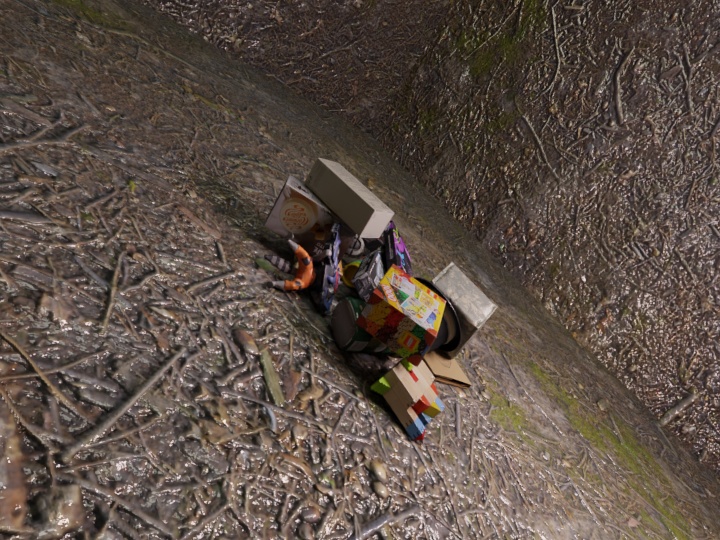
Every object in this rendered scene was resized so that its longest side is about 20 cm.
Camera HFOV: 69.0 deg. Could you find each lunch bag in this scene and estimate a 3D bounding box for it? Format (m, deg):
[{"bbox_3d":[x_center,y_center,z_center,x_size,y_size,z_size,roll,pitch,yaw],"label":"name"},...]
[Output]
[{"bbox_3d":[0.226,0.112,1.329,0.164,0.202,0.117,44,53,14],"label":"lunch bag"}]

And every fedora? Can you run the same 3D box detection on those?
[{"bbox_3d":[0.148,0.123,1.247,0.091,0.203,0.201,-34,67,-28],"label":"fedora"}]

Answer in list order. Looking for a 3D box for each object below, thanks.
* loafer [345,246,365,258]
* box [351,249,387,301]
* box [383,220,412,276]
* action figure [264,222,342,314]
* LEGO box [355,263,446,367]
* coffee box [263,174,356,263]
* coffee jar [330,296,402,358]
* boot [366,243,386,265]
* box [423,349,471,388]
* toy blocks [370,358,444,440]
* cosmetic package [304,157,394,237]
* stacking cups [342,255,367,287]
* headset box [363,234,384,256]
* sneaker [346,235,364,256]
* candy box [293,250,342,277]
[{"bbox_3d":[-0.080,-0.086,1.459,0.195,0.074,0.063,30,26,6],"label":"loafer"},{"bbox_3d":[0.047,0.053,1.314,0.162,0.048,0.200,62,16,-10],"label":"box"},{"bbox_3d":[0.107,-0.017,1.434,0.205,0.035,0.145,-90,157,-45],"label":"box"},{"bbox_3d":[-0.109,-0.017,1.157,0.102,0.208,0.191,0,-19,41],"label":"action figure"},{"bbox_3d":[0.088,0.084,1.067,0.146,0.079,0.200,34,21,3],"label":"LEGO box"},{"bbox_3d":[-0.112,-0.112,1.223,0.196,0.116,0.080,31,20,-13],"label":"coffee box"},{"bbox_3d":[0.036,0.127,1.134,0.195,0.086,0.107,16,40,-39],"label":"coffee jar"},{"bbox_3d":[0.086,0.003,1.483,0.134,0.066,0.199,62,11,11],"label":"boot"},{"bbox_3d":[0.188,0.211,1.351,0.160,0.021,0.202,23,24,-40],"label":"box"},{"bbox_3d":[0.110,0.247,1.049,0.138,0.099,0.199,53,22,8],"label":"toy blocks"},{"bbox_3d":[-0.027,-0.167,1.208,0.200,0.074,0.102,45,22,22],"label":"cosmetic package"},{"bbox_3d":[0.000,0.000,1.444,0.060,0.061,0.200,39,14,5],"label":"stacking cups"},{"bbox_3d":[0.014,-0.123,1.698,0.147,0.078,0.201,37,21,-2],"label":"headset box"},{"bbox_3d":[-0.084,-0.097,1.324,0.196,0.077,0.079,33,-3,-13],"label":"sneaker"},{"bbox_3d":[-0.108,-0.044,1.326,0.113,0.056,0.202,30,22,-19],"label":"candy box"}]
